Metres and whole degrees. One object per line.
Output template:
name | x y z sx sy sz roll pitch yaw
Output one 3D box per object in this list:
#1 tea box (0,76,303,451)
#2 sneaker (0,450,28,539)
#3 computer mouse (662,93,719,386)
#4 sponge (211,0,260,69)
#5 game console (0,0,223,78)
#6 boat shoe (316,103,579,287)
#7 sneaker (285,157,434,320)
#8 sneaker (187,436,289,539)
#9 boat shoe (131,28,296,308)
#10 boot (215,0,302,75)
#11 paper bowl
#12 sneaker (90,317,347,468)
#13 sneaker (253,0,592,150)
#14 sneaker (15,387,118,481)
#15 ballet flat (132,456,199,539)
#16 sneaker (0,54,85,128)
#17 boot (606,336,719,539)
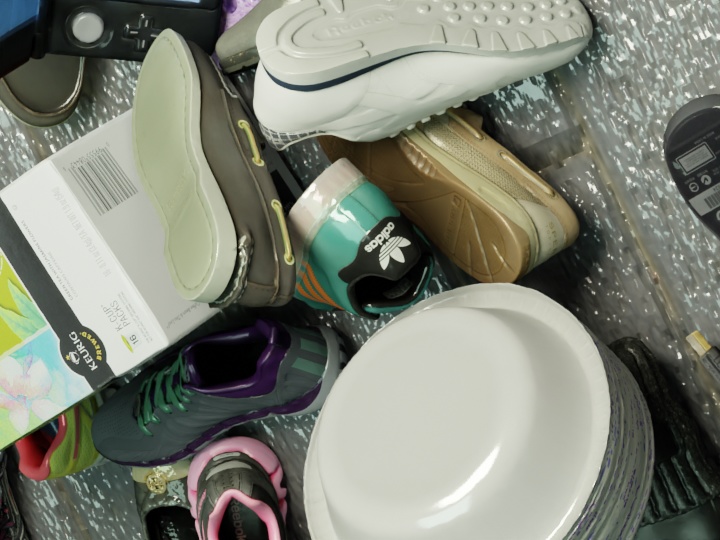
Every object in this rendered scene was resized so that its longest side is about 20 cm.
tea box | -0.165 -0.003 1.559 0.196 0.200 0.134 -32 93 34
sneaker | -0.272 0.158 1.760 0.074 0.081 0.201 -23 97 32
computer mouse | 0.229 -0.005 1.435 0.200 0.046 0.140 50 130 -3
sponge | -0.093 -0.222 1.532 0.111 0.030 0.201 2 111 29
game console | -0.150 -0.197 1.443 0.171 0.119 0.201 4 118 -12
boat shoe | 0.044 -0.066 1.499 0.200 0.064 0.072 44 140 26
sneaker | 0.000 0.000 1.487 0.080 0.200 0.071 43 82 9
sneaker | -0.066 0.213 1.647 0.078 0.095 0.201 -17 105 -4
boat shoe | -0.084 -0.056 1.442 0.072 0.060 0.202 -54 37 36
boot | -0.028 -0.214 1.472 0.199 0.068 0.131 -35 89 18
paper bowl | 0.056 0.102 1.412 0.200 0.202 0.104 -7 149 31
sneaker | -0.109 0.069 1.616 0.199 0.087 0.075 -22 62 28
sneaker | 0.035 -0.119 1.440 0.199 0.077 0.081 -9 136 -11
sneaker | -0.229 0.050 1.685 0.078 0.090 0.201 -25 95 36
ballet flat | -0.114 0.207 1.704 0.066 0.057 0.201 -5 107 30
sneaker | -0.207 -0.179 1.558 0.106 0.074 0.201 -147 44 -67
boot | 0.131 0.146 1.525 0.211 0.079 0.158 -37 94 27
